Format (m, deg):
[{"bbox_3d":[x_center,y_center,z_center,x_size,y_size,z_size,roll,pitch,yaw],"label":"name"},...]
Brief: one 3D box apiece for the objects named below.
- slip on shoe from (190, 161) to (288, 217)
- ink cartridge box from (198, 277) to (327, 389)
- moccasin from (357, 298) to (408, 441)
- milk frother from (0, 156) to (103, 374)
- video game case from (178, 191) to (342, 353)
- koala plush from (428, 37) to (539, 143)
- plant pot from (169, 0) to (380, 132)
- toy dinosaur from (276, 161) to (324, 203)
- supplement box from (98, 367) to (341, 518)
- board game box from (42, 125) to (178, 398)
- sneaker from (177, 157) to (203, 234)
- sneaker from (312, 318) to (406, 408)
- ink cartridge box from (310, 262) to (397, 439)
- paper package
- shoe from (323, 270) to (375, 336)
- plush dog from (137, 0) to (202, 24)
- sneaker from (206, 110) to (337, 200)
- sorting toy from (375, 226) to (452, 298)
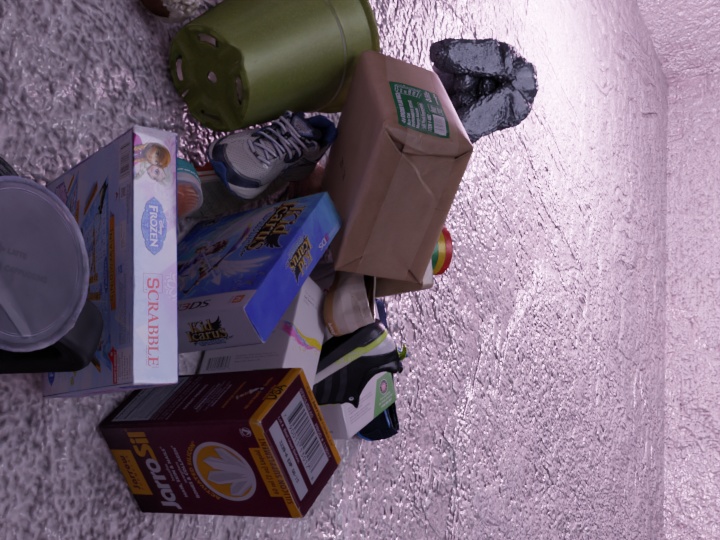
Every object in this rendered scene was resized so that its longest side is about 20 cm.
[{"bbox_3d":[-0.154,-0.109,1.051,0.061,0.074,0.200,52,35,9],"label":"slip on shoe"},{"bbox_3d":[-0.104,0.073,1.030,0.067,0.116,0.201,49,43,-45],"label":"ink cartridge box"},{"bbox_3d":[0.033,0.138,1.298,0.080,0.068,0.201,14,71,-58],"label":"moccasin"},{"bbox_3d":[-0.282,-0.026,0.681,0.180,0.187,0.201,26,61,-56],"label":"milk frother"},{"bbox_3d":[-0.135,0.004,0.931,0.046,0.180,0.200,64,35,-27],"label":"video game case"},{"bbox_3d":[0.182,-0.297,1.555,0.183,0.200,0.179,-14,95,-21],"label":"koala plush"},{"bbox_3d":[-0.112,-0.247,1.056,0.190,0.199,0.201,-36,115,-42],"label":"plant pot"},{"bbox_3d":[-0.069,-0.089,1.171,0.135,0.085,0.201,29,53,-46],"label":"toy dinosaur"},{"bbox_3d":[-0.135,0.164,0.875,0.086,0.199,0.111,-49,124,-51],"label":"supplement box"},{"bbox_3d":[-0.216,0.003,0.778,0.041,0.199,0.202,5,78,-37],"label":"board game box"},{"bbox_3d":[-0.198,-0.082,0.870,0.071,0.200,0.080,-9,82,-22],"label":"sneaker"},{"bbox_3d":[-0.036,0.136,1.059,0.083,0.199,0.072,54,7,-14],"label":"sneaker"},{"bbox_3d":[-0.037,0.096,1.171,0.145,0.087,0.201,-26,107,-59],"label":"ink cartridge box"},{"bbox_3d":[0.031,-0.116,1.025,0.200,0.103,0.191,-100,-156,-54],"label":"paper package"},{"bbox_3d":[0.000,0.000,1.087,0.070,0.053,0.201,58,26,-34],"label":"shoe"},{"bbox_3d":[-0.164,-0.386,0.982,0.160,0.171,0.201,-45,120,-54],"label":"plush dog"},{"bbox_3d":[-0.092,-0.141,1.015,0.077,0.085,0.200,54,31,2],"label":"sneaker"},{"bbox_3d":[0.044,-0.066,1.226,0.069,0.200,0.200,-2,85,-32],"label":"sorting toy"}]
